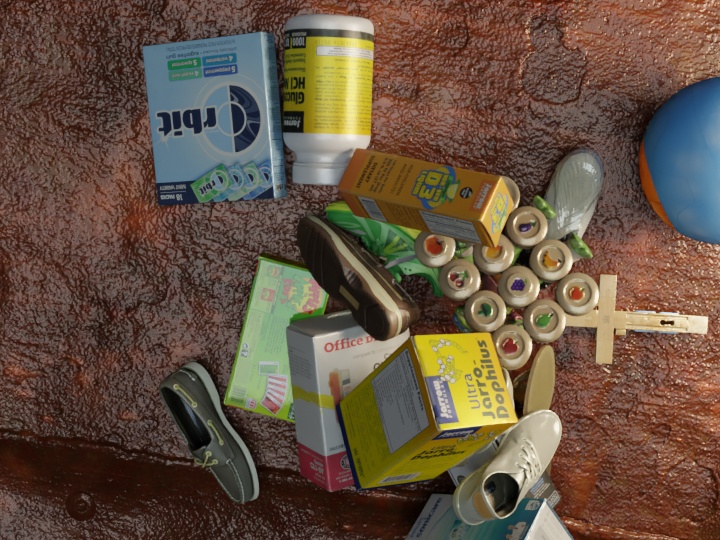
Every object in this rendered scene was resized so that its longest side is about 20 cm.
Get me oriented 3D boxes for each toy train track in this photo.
[{"bbox_3d":[0.362,0.066,1.270,0.197,0.033,0.117,4,90,-6],"label":"toy train track"}]

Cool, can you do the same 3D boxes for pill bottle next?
[{"bbox_3d":[-0.041,-0.210,1.190,0.111,0.112,0.203,2,97,0],"label":"pill bottle"}]

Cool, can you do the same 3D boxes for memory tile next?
[{"bbox_3d":[0.170,-0.001,1.120,0.153,0.017,0.201,-36,73,-3],"label":"memory tile"}]

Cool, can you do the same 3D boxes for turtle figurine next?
[{"bbox_3d":[0.175,0.010,1.162,0.194,0.144,0.199,-45,140,14],"label":"turtle figurine"}]

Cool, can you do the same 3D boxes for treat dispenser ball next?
[{"bbox_3d":[0.440,-0.133,1.155,0.198,0.201,0.204,0,98,0],"label":"treat dispenser ball"}]

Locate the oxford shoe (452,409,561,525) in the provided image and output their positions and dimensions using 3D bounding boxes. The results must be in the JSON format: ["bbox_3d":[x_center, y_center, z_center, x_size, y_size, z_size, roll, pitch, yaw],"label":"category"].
[{"bbox_3d":[0.191,0.238,1.156,0.199,0.058,0.076,-34,97,-37],"label":"oxford shoe"}]

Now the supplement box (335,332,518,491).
[{"bbox_3d":[0.069,0.163,1.089,0.108,0.200,0.110,-1,62,-30],"label":"supplement box"}]

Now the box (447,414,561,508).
[{"bbox_3d":[0.162,0.234,1.244,0.060,0.116,0.202,-33,99,-39],"label":"box"}]

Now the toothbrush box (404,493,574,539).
[{"bbox_3d":[0.176,0.366,1.209,0.147,0.199,0.085,53,52,-19],"label":"toothbrush box"}]

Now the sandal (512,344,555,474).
[{"bbox_3d":[0.211,0.195,1.268,0.069,0.077,0.215,12,116,36],"label":"sandal"}]

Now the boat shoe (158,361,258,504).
[{"bbox_3d":[-0.201,0.223,1.261,0.072,0.060,0.204,-23,94,44],"label":"boat shoe"}]

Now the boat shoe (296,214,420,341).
[{"bbox_3d":[-0.002,0.004,1.197,0.203,0.074,0.075,51,138,25],"label":"boat shoe"}]

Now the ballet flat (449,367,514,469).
[{"bbox_3d":[0.144,0.182,1.142,0.069,0.070,0.200,32,136,-4],"label":"ballet flat"}]

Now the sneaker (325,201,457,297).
[{"bbox_3d":[0.040,-0.028,1.233,0.198,0.074,0.084,27,93,-4],"label":"sneaker"}]

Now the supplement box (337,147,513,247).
[{"bbox_3d":[0.075,-0.088,1.124,0.198,0.069,0.067,15,68,28],"label":"supplement box"}]

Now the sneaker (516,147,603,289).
[{"bbox_3d":[0.260,-0.063,1.237,0.071,0.072,0.202,28,111,14],"label":"sneaker"}]

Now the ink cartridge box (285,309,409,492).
[{"bbox_3d":[-0.008,0.159,1.221,0.144,0.083,0.203,-11,101,-28],"label":"ink cartridge box"}]

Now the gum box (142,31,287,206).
[{"bbox_3d":[-0.183,-0.188,1.203,0.168,0.044,0.203,-2,97,20],"label":"gum box"}]

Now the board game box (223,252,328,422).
[{"bbox_3d":[-0.107,0.088,1.262,0.100,0.048,0.203,14,98,-3],"label":"board game box"}]
